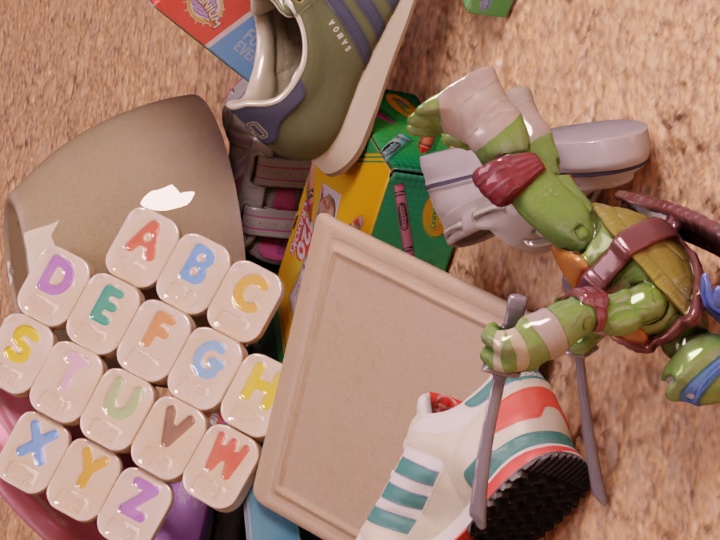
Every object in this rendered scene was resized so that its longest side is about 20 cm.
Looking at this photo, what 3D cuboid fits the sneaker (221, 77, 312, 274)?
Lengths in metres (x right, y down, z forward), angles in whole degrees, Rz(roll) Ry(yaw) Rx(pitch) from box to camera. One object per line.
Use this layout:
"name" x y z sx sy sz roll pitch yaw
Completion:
"sneaker" -0.054 -0.052 1.826 0.088 0.081 0.200 -109 25 -44

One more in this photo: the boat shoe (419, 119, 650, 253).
"boat shoe" 0.094 -0.041 1.468 0.200 0.072 0.066 -6 96 60

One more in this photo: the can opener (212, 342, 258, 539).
"can opener" -0.061 0.124 1.835 0.066 0.053 0.200 -18 -60 -76

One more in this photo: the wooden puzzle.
"wooden puzzle" 0.024 0.083 1.585 0.200 0.037 0.185 28 111 42

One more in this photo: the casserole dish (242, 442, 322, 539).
"casserole dish" -0.043 0.193 1.697 0.121 0.039 0.200 71 -171 -57

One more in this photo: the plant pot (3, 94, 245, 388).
"plant pot" -0.165 -0.011 1.825 0.200 0.134 0.200 172 90 -74

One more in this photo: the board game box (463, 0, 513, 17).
"board game box" 0.092 -0.267 1.586 0.135 0.029 0.200 -108 33 -44

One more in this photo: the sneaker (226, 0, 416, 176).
"sneaker" -0.021 -0.164 1.633 0.067 0.090 0.200 6 78 61

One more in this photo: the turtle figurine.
"turtle figurine" 0.082 0.012 1.333 0.194 0.144 0.200 58 137 15

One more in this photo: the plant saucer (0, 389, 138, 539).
"plant saucer" -0.202 0.112 1.824 0.051 0.201 0.201 -38 37 10

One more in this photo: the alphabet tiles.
"alphabet tiles" -0.140 0.067 1.707 0.196 0.200 0.015 -61 -21 -5

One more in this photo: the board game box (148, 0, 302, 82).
"board game box" -0.106 -0.183 1.735 0.040 0.153 0.200 -48 40 5

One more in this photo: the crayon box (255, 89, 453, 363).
"crayon box" 0.000 0.000 1.693 0.119 0.058 0.200 -120 42 -55

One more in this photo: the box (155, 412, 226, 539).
"box" -0.124 0.200 1.844 0.137 0.039 0.200 92 -170 -69

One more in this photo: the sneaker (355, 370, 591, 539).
"sneaker" 0.046 0.122 1.500 0.200 0.070 0.093 -44 47 37
